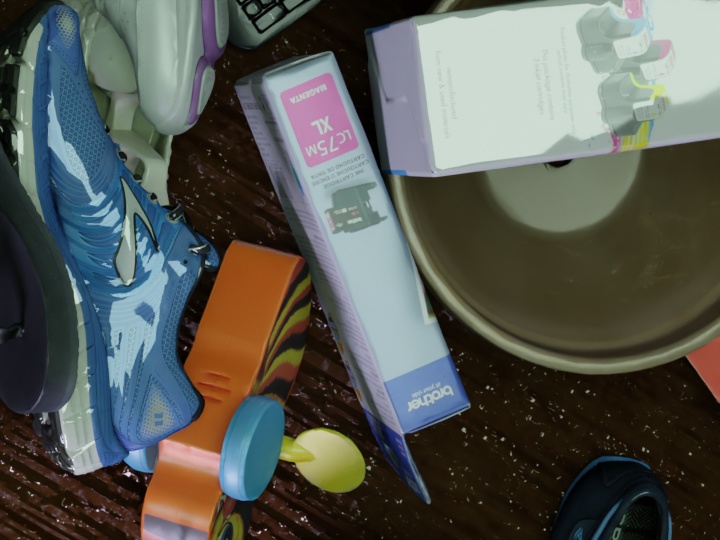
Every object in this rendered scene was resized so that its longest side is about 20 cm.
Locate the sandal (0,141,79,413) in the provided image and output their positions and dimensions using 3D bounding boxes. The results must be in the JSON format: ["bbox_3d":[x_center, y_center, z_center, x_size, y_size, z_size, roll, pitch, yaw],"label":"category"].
[{"bbox_3d":[-0.171,-0.026,1.088,0.043,0.076,0.201,-14,69,-32],"label":"sandal"}]

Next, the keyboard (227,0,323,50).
[{"bbox_3d":[-0.071,-0.209,1.206,0.104,0.040,0.201,-37,99,-6],"label":"keyboard"}]

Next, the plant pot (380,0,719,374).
[{"bbox_3d":[0.102,-0.055,1.218,0.199,0.093,0.203,0,92,-10],"label":"plant pot"}]

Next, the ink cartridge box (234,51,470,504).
[{"bbox_3d":[0.000,0.000,1.188,0.042,0.119,0.201,-20,96,-7],"label":"ink cartridge box"}]

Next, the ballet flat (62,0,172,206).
[{"bbox_3d":[-0.104,-0.063,1.193,0.071,0.072,0.202,5,94,-10],"label":"ballet flat"}]

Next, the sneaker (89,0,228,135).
[{"bbox_3d":[-0.113,-0.150,1.153,0.099,0.075,0.202,-12,73,0],"label":"sneaker"}]

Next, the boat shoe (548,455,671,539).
[{"bbox_3d":[0.103,0.189,1.243,0.083,0.069,0.202,5,92,-10],"label":"boat shoe"}]

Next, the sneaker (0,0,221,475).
[{"bbox_3d":[-0.112,-0.019,1.134,0.089,0.078,0.202,-13,98,-21],"label":"sneaker"}]

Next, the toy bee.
[{"bbox_3d":[-0.076,0.091,1.199,0.131,0.109,0.200,35,70,25],"label":"toy bee"}]

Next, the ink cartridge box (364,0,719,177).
[{"bbox_3d":[0.111,-0.086,1.113,0.198,0.115,0.068,-8,94,-10],"label":"ink cartridge box"}]

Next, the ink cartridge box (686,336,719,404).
[{"bbox_3d":[0.263,0.017,1.254,0.199,0.047,0.161,-35,82,-8],"label":"ink cartridge box"}]
